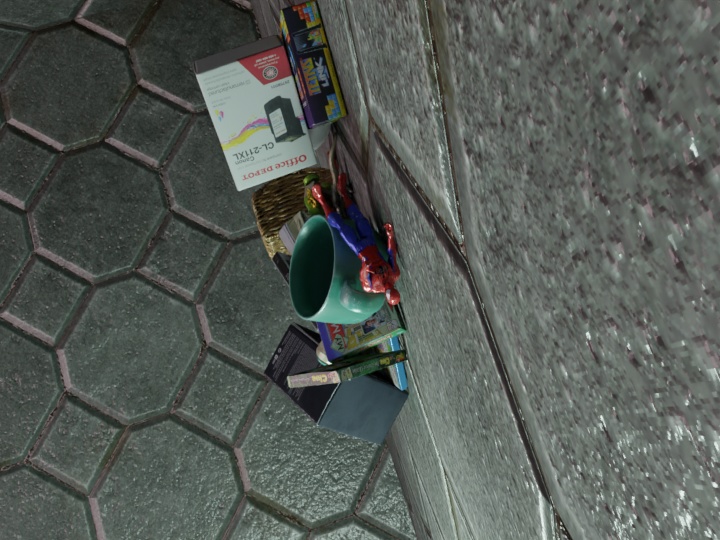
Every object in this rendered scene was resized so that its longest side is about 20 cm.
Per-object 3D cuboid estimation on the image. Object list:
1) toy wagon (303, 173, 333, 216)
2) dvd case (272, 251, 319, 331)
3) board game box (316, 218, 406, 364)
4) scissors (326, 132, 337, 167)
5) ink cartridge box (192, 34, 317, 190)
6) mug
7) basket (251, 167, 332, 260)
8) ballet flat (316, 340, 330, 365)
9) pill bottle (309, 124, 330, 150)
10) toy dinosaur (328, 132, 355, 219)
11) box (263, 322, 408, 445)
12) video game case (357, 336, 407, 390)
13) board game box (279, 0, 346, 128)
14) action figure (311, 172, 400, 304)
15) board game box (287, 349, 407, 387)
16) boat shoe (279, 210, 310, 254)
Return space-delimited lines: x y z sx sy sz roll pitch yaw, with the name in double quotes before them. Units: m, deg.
"toy wagon" -0.065 -0.113 1.366 0.157 0.039 0.199 64 -164 18
"dvd case" -0.061 0.047 1.268 0.149 0.025 0.201 16 -153 -43
"board game box" -0.019 0.030 1.131 0.029 0.133 0.203 33 -146 -63
"scissors" -0.052 -0.224 1.400 0.200 0.014 0.074 111 144 -81
"ink cartridge box" -0.165 -0.251 1.130 0.083 0.143 0.203 -118 10 -57
"mug" -0.022 0.015 1.036 0.152 0.113 0.187 -50 43 42
"basket" -0.136 -0.130 1.566 0.149 0.197 0.145 84 167 -71
"ballet flat" -0.032 0.119 1.284 0.200 0.066 0.063 -60 -7 -76
"pill bottle" -0.123 -0.293 1.303 0.200 0.118 0.122 -116 9 -67
"toy dinosaur" -0.036 -0.143 1.288 0.089 0.047 0.202 -102 3 -45
"box" -0.047 0.220 1.370 0.199 0.125 0.196 30 180 -44
"video game case" 0.012 0.129 1.357 0.199 0.018 0.145 33 145 46
"board game box" -0.078 -0.311 1.094 0.200 0.056 0.168 -128 23 -79
"action figure" 0.003 -0.050 0.923 0.202 0.064 0.099 61 164 19
"board game box" -0.017 0.158 1.136 0.199 0.103 0.024 -6 -98 -55
"boat shoe" -0.078 -0.026 1.265 0.201 0.062 0.072 51 -155 25
